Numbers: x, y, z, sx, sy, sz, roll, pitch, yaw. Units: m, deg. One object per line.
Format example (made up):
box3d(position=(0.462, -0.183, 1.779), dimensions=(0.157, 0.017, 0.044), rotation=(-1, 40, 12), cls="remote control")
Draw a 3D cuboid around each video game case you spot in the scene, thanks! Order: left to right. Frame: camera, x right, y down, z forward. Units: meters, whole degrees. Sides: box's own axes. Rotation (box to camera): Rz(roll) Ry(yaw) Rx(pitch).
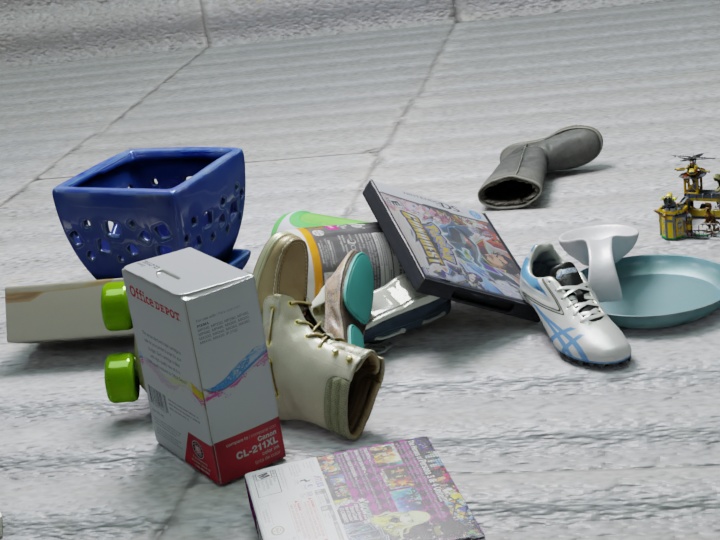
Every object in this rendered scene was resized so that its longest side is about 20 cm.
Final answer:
box3d(position=(-0.001, 0.218, 1.234), dimensions=(0.181, 0.036, 0.200), rotation=(-11, 20, -9), cls="video game case")
box3d(position=(0.111, -0.025, 1.667), dimensions=(0.180, 0.026, 0.200), rotation=(15, 30, -31), cls="video game case")

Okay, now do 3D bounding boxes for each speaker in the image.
box3d(position=(-0.028, -0.031, 1.869), dimensions=(0.200, 0.089, 0.088), rotation=(11, 27, 43), cls="speaker")

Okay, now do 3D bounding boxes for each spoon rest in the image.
box3d(position=(0.290, -0.025, 1.686), dimensions=(0.099, 0.061, 0.200), rotation=(-5, 20, 8), cls="spoon rest")

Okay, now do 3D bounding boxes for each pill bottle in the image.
box3d(position=(0.000, 0.000, 1.707), dimensions=(0.200, 0.117, 0.116), rotation=(-5, 17, -25), cls="pill bottle")

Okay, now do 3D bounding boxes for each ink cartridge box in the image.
box3d(position=(-0.157, 0.091, 1.402), dimensions=(0.083, 0.200, 0.146), rotation=(-19, 23, -29), cls="ink cartridge box")

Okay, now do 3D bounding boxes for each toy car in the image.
box3d(position=(-0.196, 0.084, 1.605), dimensions=(0.164, 0.158, 0.200), rotation=(-4, -9, 0), cls="toy car")

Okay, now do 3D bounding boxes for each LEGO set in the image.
box3d(position=(0.487, -0.114, 1.849), dimensions=(0.200, 0.116, 0.154), rotation=(6, 24, 36), cls="LEGO set")

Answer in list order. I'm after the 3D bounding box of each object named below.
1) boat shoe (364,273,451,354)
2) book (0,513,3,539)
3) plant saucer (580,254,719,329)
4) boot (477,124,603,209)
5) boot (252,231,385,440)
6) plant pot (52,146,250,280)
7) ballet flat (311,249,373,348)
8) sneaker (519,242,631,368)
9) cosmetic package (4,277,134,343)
box3d(position=(0.016, 0.057, 1.633), dimensions=(0.200, 0.062, 0.075), rotation=(-24, 40, -18), cls="boat shoe")
box3d(position=(-0.451, 0.217, 1.305), dimensions=(0.200, 0.048, 0.134), rotation=(-12, 45, -26), cls="book")
box3d(position=(0.342, 0.027, 1.651), dimensions=(0.200, 0.027, 0.200), rotation=(-8, 20, 3), cls="plant saucer")
box3d(position=(0.276, -0.158, 2.128), dimensions=(0.181, 0.073, 0.200), rotation=(-17, 10, 17), cls="boot")
box3d(position=(-0.045, 0.066, 1.450), dimensions=(0.154, 0.200, 0.072), rotation=(10, 4, 39), cls="boot")
box3d(position=(-0.269, -0.055, 1.887), dimensions=(0.200, 0.180, 0.200), rotation=(1, 21, 26), cls="plant pot")
box3d(position=(-0.028, 0.061, 1.546), dimensions=(0.067, 0.068, 0.200), rotation=(-16, 45, 23), cls="ballet flat")
box3d(position=(0.236, 0.039, 1.560), dimensions=(0.072, 0.073, 0.200), rotation=(-14, 36, -18), cls="sneaker")
box3d(position=(-0.328, 0.049, 1.734), dimensions=(0.200, 0.071, 0.105), rotation=(-4, -4, 8), cls="cosmetic package")
